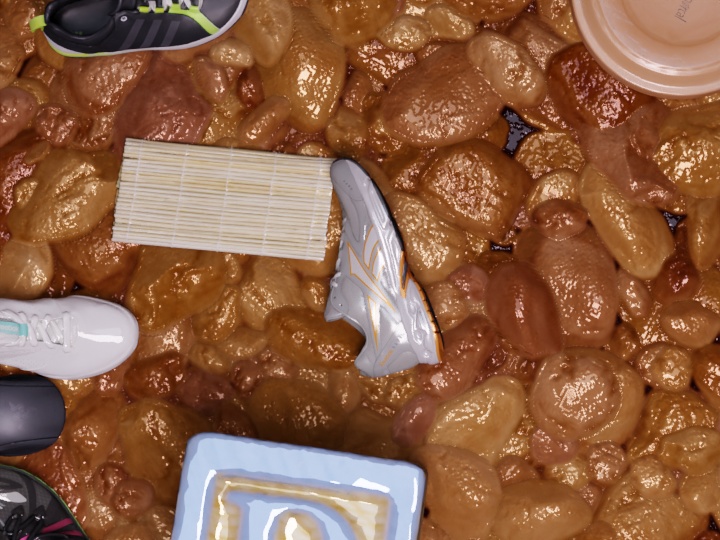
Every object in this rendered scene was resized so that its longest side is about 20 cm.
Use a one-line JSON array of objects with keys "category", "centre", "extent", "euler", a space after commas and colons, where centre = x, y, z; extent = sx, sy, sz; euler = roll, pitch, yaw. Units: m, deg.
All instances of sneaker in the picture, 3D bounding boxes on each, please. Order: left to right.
[{"category": "sneaker", "centre": [-0.298, 0.055, 1.569], "extent": [0.198, 0.089, 0.076], "euler": [2, 83, 3]}, {"category": "sneaker", "centre": [-0.275, 0.239, 1.545], "extent": [0.200, 0.084, 0.077], "euler": [40, 87, 1]}, {"category": "sneaker", "centre": [-0.195, -0.232, 1.597], "extent": [0.199, 0.083, 0.072], "euler": [-16, 84, 1]}, {"category": "sneaker", "centre": [0.000, 0.000, 1.570], "extent": [0.091, 0.076, 0.201], "euler": [-22, 82, 5]}]

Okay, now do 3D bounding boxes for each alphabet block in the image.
[{"category": "alphabet block", "centre": [-0.051, 0.241, 1.482], "extent": [0.195, 0.200, 0.197], "euler": [10, 85, 4]}]

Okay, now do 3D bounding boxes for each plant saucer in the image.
[{"category": "plant saucer", "centre": [0.288, -0.255, 1.602], "extent": [0.199, 0.032, 0.202], "euler": [0, 84, 3]}]

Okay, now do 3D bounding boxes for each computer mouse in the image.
[{"category": "computer mouse", "centre": [-0.364, 0.161, 1.582], "extent": [0.198, 0.046, 0.142], "euler": [0, 83, 3]}]

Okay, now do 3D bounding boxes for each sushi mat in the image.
[{"category": "sushi mat", "centre": [-0.124, -0.064, 1.611], "extent": [0.198, 0.012, 0.096], "euler": [5, 85, 3]}]
